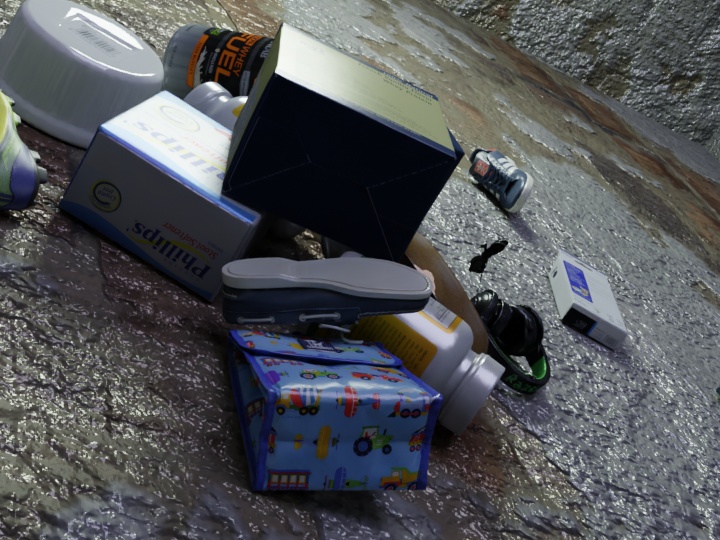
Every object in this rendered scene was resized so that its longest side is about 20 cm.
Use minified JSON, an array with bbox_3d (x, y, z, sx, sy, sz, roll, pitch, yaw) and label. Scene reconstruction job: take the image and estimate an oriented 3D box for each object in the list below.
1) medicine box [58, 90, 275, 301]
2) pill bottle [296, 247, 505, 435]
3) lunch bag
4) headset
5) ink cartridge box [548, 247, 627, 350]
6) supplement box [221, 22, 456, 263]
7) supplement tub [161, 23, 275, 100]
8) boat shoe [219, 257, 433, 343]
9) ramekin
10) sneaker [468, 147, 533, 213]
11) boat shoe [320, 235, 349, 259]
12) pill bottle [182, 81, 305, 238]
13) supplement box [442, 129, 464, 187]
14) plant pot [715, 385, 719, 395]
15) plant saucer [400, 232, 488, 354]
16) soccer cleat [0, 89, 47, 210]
[{"bbox_3d":[-0.184,-0.085,1.193,0.182,0.103,0.200,32,21,-2],"label":"medicine box"},{"bbox_3d":[0.043,0.075,1.150,0.200,0.113,0.113,35,22,7],"label":"pill bottle"},{"bbox_3d":[-0.034,0.107,1.005,0.150,0.095,0.200,4,20,-18],"label":"lunch bag"},{"bbox_3d":[0.179,0.056,1.385,0.123,0.094,0.201,23,34,-41],"label":"headset"},{"bbox_3d":[0.342,0.040,1.723,0.099,0.039,0.200,29,24,-9],"label":"ink cartridge box"},{"bbox_3d":[-0.025,-0.137,1.185,0.199,0.135,0.200,24,23,-13],"label":"supplement box"},{"bbox_3d":[-0.148,-0.245,1.469,0.199,0.123,0.122,14,17,18],"label":"supplement tub"},{"bbox_3d":[-0.032,0.028,1.061,0.199,0.062,0.075,1,22,-3],"label":"boat shoe"},{"bbox_3d":[-0.327,-0.233,1.316,0.200,0.098,0.201,27,23,-12],"label":"ramekin"},{"bbox_3d":[0.235,-0.162,1.961,0.084,0.075,0.200,27,13,-17],"label":"sneaker"},{"bbox_3d":[-0.003,0.004,1.283,0.086,0.075,0.202,32,21,-52],"label":"boat shoe"},{"bbox_3d":[-0.130,-0.139,1.364,0.200,0.112,0.112,41,23,19],"label":"pill bottle"},{"bbox_3d":[0.007,-0.191,1.605,0.199,0.135,0.200,20,26,-28],"label":"supplement box"},{"bbox_3d":[0.700,0.188,1.712,0.196,0.196,0.200,-3,51,-55],"label":"plant pot"},{"bbox_3d":[0.092,0.027,1.277,0.201,0.035,0.200,57,-3,4],"label":"plant saucer"},{"bbox_3d":[-0.372,-0.131,1.090,0.083,0.065,0.200,5,35,-45],"label":"soccer cleat"}]
